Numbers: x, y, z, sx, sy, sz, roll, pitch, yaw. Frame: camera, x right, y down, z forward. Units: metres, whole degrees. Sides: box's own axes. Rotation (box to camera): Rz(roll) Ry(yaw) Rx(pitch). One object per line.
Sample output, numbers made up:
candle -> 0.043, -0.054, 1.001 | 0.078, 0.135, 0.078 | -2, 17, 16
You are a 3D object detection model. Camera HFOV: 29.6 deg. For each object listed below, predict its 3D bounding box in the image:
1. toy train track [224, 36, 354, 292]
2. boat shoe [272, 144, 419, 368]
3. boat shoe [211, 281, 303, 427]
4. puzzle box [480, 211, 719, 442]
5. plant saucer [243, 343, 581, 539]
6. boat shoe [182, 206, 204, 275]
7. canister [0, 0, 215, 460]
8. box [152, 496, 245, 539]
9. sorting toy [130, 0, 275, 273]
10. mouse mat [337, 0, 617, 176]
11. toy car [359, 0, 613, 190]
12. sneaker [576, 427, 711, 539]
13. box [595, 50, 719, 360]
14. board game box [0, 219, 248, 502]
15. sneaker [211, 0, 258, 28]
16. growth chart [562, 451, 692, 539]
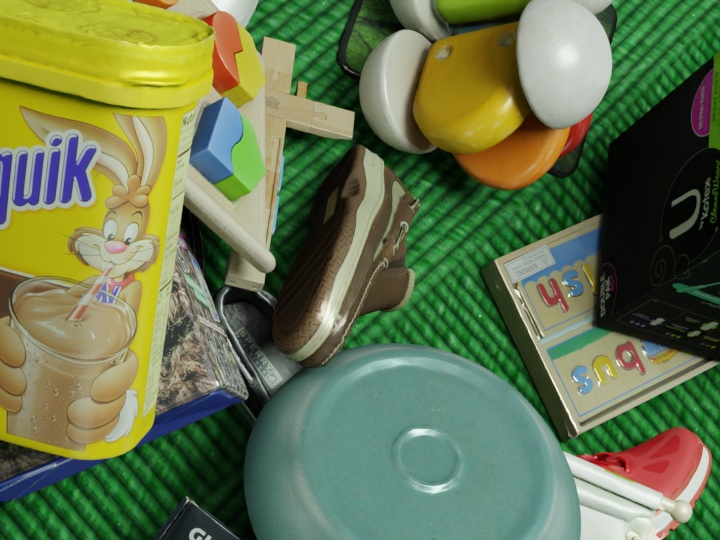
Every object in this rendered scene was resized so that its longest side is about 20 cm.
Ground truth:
toy train track -> -0.066, -0.067, 0.882 | 0.113, 0.033, 0.202 | 14, 52, -12
boat shoe -> 0.004, -0.004, 0.846 | 0.075, 0.075, 0.203 | 37, 36, -15
boat shoe -> -0.024, 0.088, 0.842 | 0.073, 0.068, 0.200 | -35, 86, -26
puzzle box -> 0.195, 0.022, 0.969 | 0.198, 0.025, 0.134 | -23, 82, -25
plant saucer -> 0.034, 0.113, 0.763 | 0.197, 0.036, 0.202 | 8, 49, -9
boat shoe -> -0.136, -0.066, 0.857 | 0.073, 0.060, 0.203 | -4, 74, -22
canister -> -0.153, -0.026, 0.640 | 0.146, 0.087, 0.203 | 14, 110, 9
box -> -0.063, 0.247, 0.732 | 0.199, 0.046, 0.160 | 33, 77, 19
sorting toy -> -0.104, -0.120, 0.784 | 0.185, 0.036, 0.202 | 44, 28, -44
mouse mat -> 0.091, -0.174, 1.008 | 0.198, 0.008, 0.163 | 24, 66, -12
toy car -> 0.107, -0.150, 0.931 | 0.150, 0.173, 0.203 | 37, 58, -43
sneaker -> 0.134, 0.132, 0.872 | 0.199, 0.078, 0.116 | -34, 98, -27
box -> 0.255, -0.043, 0.886 | 0.123, 0.200, 0.151 | 15, 68, -13
board game box -> -0.176, 0.007, 0.768 | 0.158, 0.097, 0.202 | -23, 80, -1
sneaker -> -0.077, -0.241, 0.909 | 0.073, 0.115, 0.202 | 24, 67, -13
growth chart -> 0.091, 0.197, 0.817 | 0.143, 0.018, 0.202 | 27, 91, 6
